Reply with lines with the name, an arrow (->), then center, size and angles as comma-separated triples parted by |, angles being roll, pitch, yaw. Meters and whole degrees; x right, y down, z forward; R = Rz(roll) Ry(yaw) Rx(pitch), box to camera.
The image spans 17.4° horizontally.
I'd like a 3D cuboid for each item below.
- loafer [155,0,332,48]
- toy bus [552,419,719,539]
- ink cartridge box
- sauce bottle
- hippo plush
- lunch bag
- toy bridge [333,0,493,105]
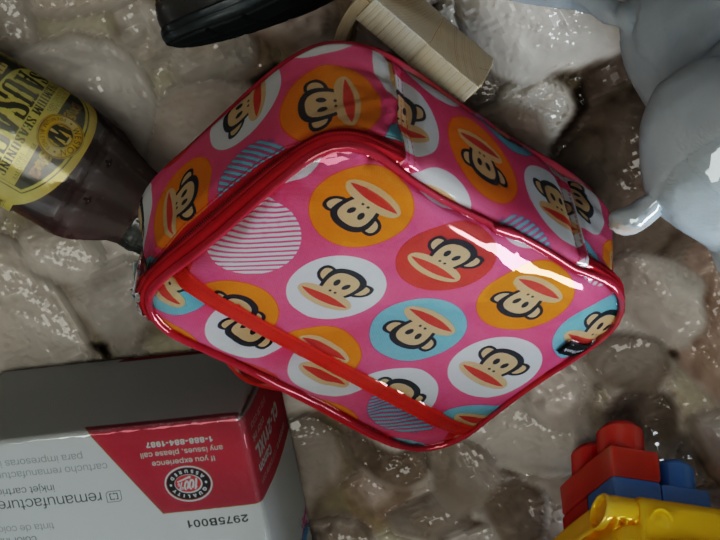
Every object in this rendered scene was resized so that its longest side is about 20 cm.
loafer -> -0.012, -0.166, 1.035 | 0.200, 0.073, 0.072 | -30, 86, 16
toy bus -> 0.122, 0.180, 1.128 | 0.136, 0.192, 0.200 | 9, 146, -21
ink cartridge box -> -0.100, 0.149, 1.176 | 0.146, 0.083, 0.200 | -7, 113, 10
sauce bottle -> -0.151, -0.058, 1.099 | 0.200, 0.066, 0.066 | 28, 115, -8
hippo plush -> 0.180, -0.076, 0.990 | 0.200, 0.161, 0.159 | 43, 113, -12
lunch bag -> 0.000, 0.000, 1.062 | 0.200, 0.082, 0.176 | 29, 129, -33
toy bridge -> 0.027, -0.104, 1.043 | 0.067, 0.027, 0.200 | 39, 131, -11
